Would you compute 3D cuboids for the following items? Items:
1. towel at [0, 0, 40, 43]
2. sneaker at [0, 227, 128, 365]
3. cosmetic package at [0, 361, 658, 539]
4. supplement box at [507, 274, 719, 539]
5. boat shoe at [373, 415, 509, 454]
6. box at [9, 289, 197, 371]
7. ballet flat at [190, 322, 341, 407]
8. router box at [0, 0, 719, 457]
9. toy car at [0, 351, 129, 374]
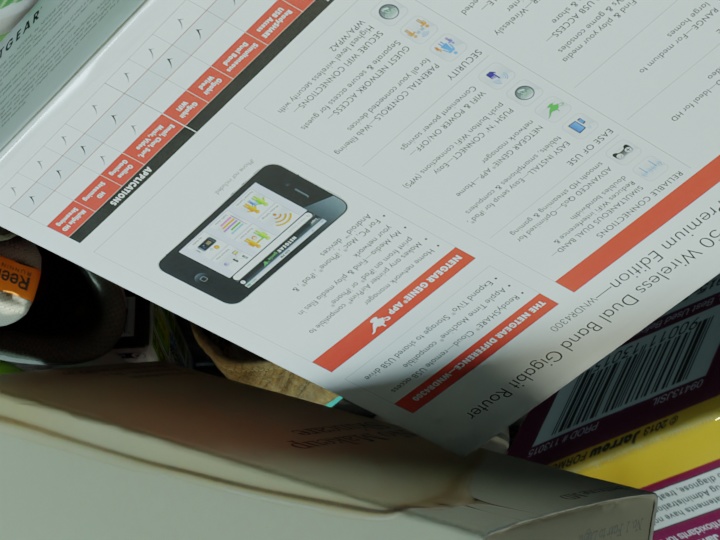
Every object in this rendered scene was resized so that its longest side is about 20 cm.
[{"bbox_3d":[-0.111,-0.075,0.579,0.152,0.023,0.200,-31,175,-32],"label":"towel"},{"bbox_3d":[-0.145,-0.019,0.709,0.079,0.074,0.200,30,-176,38],"label":"sneaker"},{"bbox_3d":[-0.022,0.084,0.711,0.199,0.074,0.103,11,-172,34],"label":"cosmetic package"},{"bbox_3d":[0.169,0.101,0.880,0.200,0.104,0.131,46,138,-16],"label":"supplement box"},{"bbox_3d":[0.016,0.117,1.056,0.071,0.069,0.200,10,155,-24],"label":"boat shoe"},{"bbox_3d":[-0.170,0.039,0.918,0.198,0.035,0.110,-2,156,5],"label":"box"},{"bbox_3d":[0.000,0.000,0.815,0.072,0.068,0.200,32,149,-20],"label":"ballet flat"},{"bbox_3d":[0.022,-0.048,0.604,0.179,0.049,0.200,28,132,-28],"label":"router box"},{"bbox_3d":[-0.172,0.102,0.830,0.174,0.151,0.200,15,149,-25],"label":"toy car"}]
